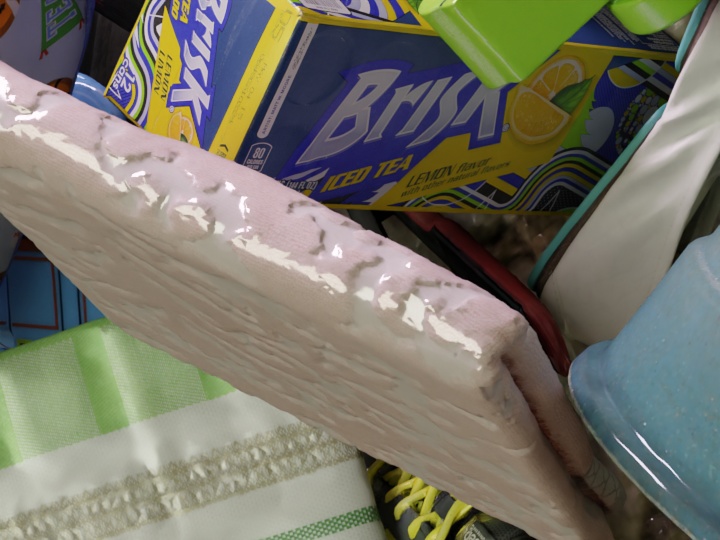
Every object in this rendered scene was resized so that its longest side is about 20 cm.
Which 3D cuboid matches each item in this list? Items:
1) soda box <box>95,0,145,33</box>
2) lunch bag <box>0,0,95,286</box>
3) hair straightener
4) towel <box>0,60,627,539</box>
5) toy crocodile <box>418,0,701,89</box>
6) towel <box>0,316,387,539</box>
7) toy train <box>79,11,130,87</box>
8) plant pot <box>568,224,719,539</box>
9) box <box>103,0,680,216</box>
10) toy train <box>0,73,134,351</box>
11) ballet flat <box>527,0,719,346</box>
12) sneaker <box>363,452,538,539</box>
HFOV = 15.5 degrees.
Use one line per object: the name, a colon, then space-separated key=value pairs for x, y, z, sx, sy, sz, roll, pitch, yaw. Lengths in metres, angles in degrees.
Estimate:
soda box: x=-0.087 y=-0.136 z=0.955 sx=0.071 sy=0.063 sz=0.200 roll=-47 pitch=45 yaw=-10
lunch bag: x=-0.175 y=-0.038 z=0.885 sx=0.075 sy=0.160 sz=0.201 roll=30 pitch=117 yaw=24
hair straightener: x=0.000 y=0.000 z=0.943 sx=0.077 sy=0.041 sz=0.200 roll=-35 pitch=38 yaw=-4
towel: x=-0.021 y=0.012 z=0.790 sx=0.200 sy=0.191 sz=0.032 roll=24 pitch=77 yaw=23
toy crocodile: x=0.097 y=-0.138 z=0.801 sx=0.200 sy=0.067 sz=0.062 roll=-48 pitch=25 yaw=5
towel: x=-0.060 y=0.111 z=0.907 sx=0.149 sy=0.031 sz=0.201 roll=-17 pitch=78 yaw=5
toy train: x=-0.153 y=-0.043 z=1.113 sx=0.114 sy=0.085 sz=0.201 roll=15 pitch=100 yaw=33
plant pot: x=0.192 y=-0.001 z=0.716 sx=0.200 sy=0.200 sz=0.196 roll=42 pitch=108 yaw=36
box: x=0.017 y=-0.063 z=0.863 sx=0.064 sy=0.200 sz=0.070 roll=43 pitch=117 yaw=35
toy train: x=-0.127 y=-0.017 z=1.005 sx=0.199 sy=0.087 sz=0.115 roll=3 pitch=97 yaw=36
ballet flat: x=0.126 y=-0.048 z=0.863 sx=0.069 sy=0.069 sz=0.200 roll=50 pitch=126 yaw=32
sneaker: x=0.045 y=0.085 z=0.904 sx=0.075 sy=0.085 sz=0.200 roll=-48 pitch=60 yaw=-1
